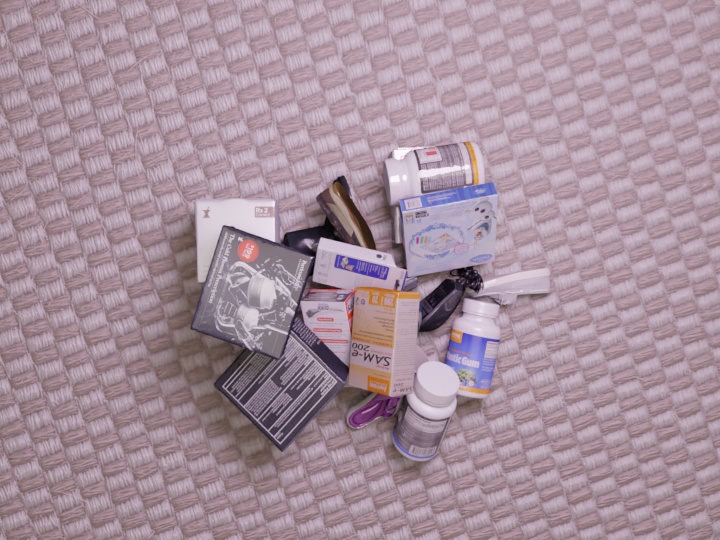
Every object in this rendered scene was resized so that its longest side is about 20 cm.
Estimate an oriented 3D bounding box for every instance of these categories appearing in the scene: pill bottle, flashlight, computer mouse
[{"bbox_3d":[0.149,-0.195,1.546,0.194,0.116,0.120,-8,93,-4],"label":"pill bottle"},{"bbox_3d":[0.247,0.169,1.654,0.109,0.112,0.206,10,92,-4],"label":"pill bottle"},{"bbox_3d":[0.033,0.051,1.656,0.196,0.068,0.069,-23,59,3],"label":"flashlight"},{"bbox_3d":[0.188,0.072,1.654,0.199,0.139,0.053,-41,112,8],"label":"computer mouse"},{"bbox_3d":[0.141,0.300,1.609,0.111,0.115,0.203,12,126,-4],"label":"pill bottle"}]

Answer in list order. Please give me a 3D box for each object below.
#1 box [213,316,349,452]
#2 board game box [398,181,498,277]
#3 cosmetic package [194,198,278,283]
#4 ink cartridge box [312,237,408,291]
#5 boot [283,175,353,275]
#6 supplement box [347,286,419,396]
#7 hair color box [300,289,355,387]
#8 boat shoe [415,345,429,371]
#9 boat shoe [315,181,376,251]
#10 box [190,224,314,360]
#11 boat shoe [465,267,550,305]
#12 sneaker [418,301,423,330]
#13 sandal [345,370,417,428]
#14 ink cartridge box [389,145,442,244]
[{"bbox_3d":[-0.158,0.220,1.550,0.198,0.123,0.200,44,98,0],"label":"box"},{"bbox_3d":[0.183,-0.081,1.561,0.195,0.201,0.044,-10,48,-1],"label":"board game box"},{"bbox_3d":[-0.250,-0.061,1.571,0.160,0.200,0.170,-1,92,-3],"label":"cosmetic package"},{"bbox_3d":[0.000,0.000,1.584,0.195,0.040,0.101,15,133,0],"label":"ink cartridge box"},{"bbox_3d":[-0.089,-0.092,1.641,0.164,0.076,0.206,-11,99,-7],"label":"boot"},{"bbox_3d":[0.046,0.140,1.518,0.072,0.124,0.206,2,92,-45],"label":"supplement box"},{"bbox_3d":[-0.053,0.145,1.613,0.108,0.064,0.205,1,114,24],"label":"hair color box"},{"bbox_3d":[0.083,0.167,1.672,0.074,0.093,0.202,-37,122,-6],"label":"boat shoe"},{"bbox_3d":[-0.027,-0.093,1.583,0.064,0.074,0.202,-20,118,19],"label":"boat shoe"},{"bbox_3d":[-0.200,0.039,1.423,0.178,0.104,0.205,18,91,-3],"label":"box"},{"bbox_3d":[0.332,0.042,1.682,0.195,0.072,0.070,-11,92,-12],"label":"boat shoe"},{"bbox_3d":[0.094,0.161,1.570,0.069,0.082,0.205,10,106,-28],"label":"sneaker"},{"bbox_3d":[0.056,0.294,1.656,0.202,0.050,0.082,-40,124,16],"label":"sandal"},{"bbox_3d":[0.138,-0.163,1.648,0.141,0.084,0.206,-3,93,-4],"label":"ink cartridge box"}]
